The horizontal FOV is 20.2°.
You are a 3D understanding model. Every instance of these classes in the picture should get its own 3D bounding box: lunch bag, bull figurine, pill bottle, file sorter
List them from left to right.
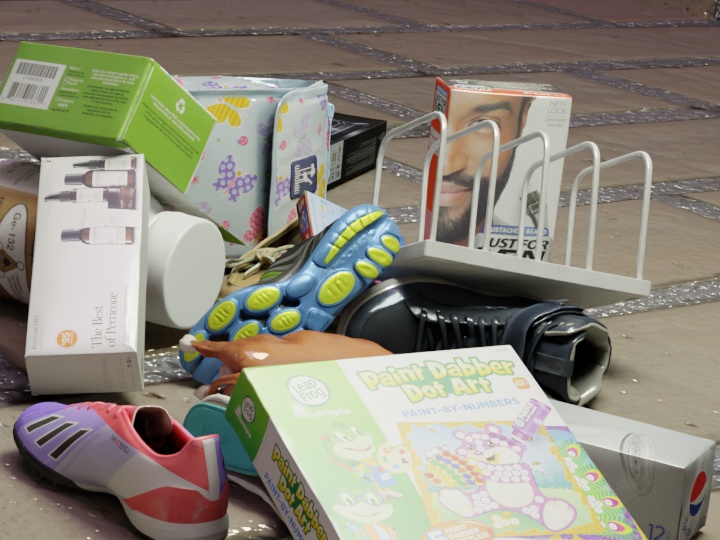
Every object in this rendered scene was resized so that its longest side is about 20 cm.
[{"bbox_3d":[-0.216,-0.017,1.627,0.200,0.114,0.114,14,17,26],"label":"pill bottle"},{"bbox_3d":[-0.118,-0.091,1.829,0.200,0.170,0.127,-1,14,-28],"label":"lunch bag"},{"bbox_3d":[-0.030,0.077,1.424,0.200,0.065,0.121,11,-7,-40],"label":"bull figurine"},{"bbox_3d":[0.118,-0.046,1.636,0.200,0.125,0.139,10,-11,-22],"label":"file sorter"}]

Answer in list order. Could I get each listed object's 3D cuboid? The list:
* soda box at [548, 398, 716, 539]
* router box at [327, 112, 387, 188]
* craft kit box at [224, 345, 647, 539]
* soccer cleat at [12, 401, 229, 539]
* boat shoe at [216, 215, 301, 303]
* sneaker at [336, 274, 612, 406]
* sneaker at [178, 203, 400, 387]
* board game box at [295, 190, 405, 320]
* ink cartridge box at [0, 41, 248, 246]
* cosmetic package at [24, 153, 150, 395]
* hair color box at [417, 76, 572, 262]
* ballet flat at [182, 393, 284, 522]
[{"bbox_3d":[0.128,0.126,1.334,0.200,0.063,0.068,13,17,26],"label":"soda box"},{"bbox_3d":[-0.079,-0.139,2.239,0.157,0.052,0.200,11,16,20],"label":"router box"},{"bbox_3d":[0.049,0.130,1.191,0.200,0.049,0.198,-4,40,-32],"label":"craft kit box"},{"bbox_3d":[-0.150,0.109,1.272,0.068,0.073,0.200,-7,20,-40],"label":"soccer cleat"},{"bbox_3d":[-0.071,-0.005,1.735,0.073,0.063,0.200,10,16,12],"label":"boat shoe"},{"bbox_3d":[0.096,0.056,1.552,0.202,0.077,0.146,0,14,-23],"label":"sneaker"},{"bbox_3d":[-0.052,0.026,1.543,0.200,0.071,0.083,-39,-1,-22],"label":"sneaker"},{"bbox_3d":[0.000,0.000,1.697,0.103,0.019,0.200,24,21,-16],"label":"board game box"},{"bbox_3d":[-0.186,-0.102,1.660,0.148,0.076,0.200,11,-17,34],"label":"ink cartridge box"},{"bbox_3d":[-0.201,0.000,1.497,0.082,0.051,0.200,-4,48,0],"label":"cosmetic package"},{"bbox_3d":[0.113,-0.063,1.755,0.111,0.200,0.064,3,15,-10],"label":"hair color box"},{"bbox_3d":[-0.035,0.127,1.288,0.069,0.069,0.200,-7,19,-39],"label":"ballet flat"}]
